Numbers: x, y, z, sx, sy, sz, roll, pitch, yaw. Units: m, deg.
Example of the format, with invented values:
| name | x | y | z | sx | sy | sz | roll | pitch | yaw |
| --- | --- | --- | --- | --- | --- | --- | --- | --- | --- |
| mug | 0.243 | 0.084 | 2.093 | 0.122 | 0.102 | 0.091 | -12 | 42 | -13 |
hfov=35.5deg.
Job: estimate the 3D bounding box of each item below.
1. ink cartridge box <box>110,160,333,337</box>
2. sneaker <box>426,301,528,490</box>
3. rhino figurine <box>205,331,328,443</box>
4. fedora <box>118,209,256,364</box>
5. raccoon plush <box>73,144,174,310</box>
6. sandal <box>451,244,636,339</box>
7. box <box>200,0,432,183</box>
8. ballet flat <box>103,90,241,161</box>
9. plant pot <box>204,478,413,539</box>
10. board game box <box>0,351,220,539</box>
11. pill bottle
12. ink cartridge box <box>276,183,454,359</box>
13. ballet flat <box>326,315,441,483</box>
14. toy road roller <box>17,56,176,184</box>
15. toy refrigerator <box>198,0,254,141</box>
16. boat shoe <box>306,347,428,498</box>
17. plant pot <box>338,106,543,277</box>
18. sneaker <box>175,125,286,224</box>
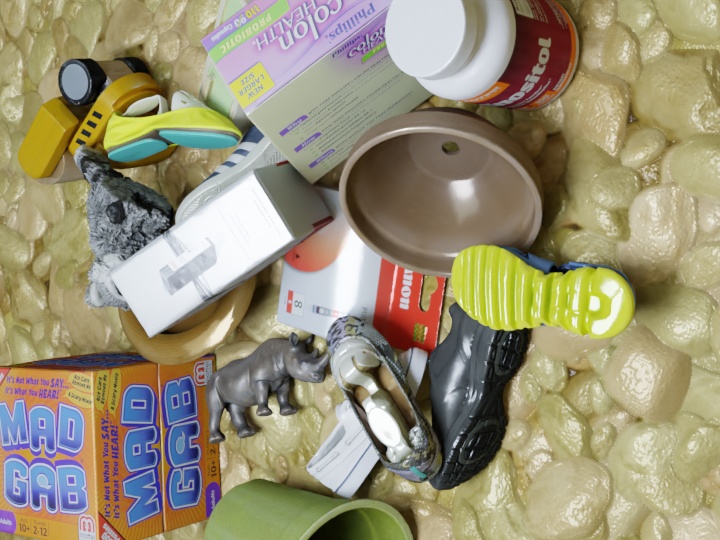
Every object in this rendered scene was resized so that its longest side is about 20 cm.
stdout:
| name | x | y | z | sx | sy | sz | roll | pitch | yaw |
| --- | --- | --- | --- | --- | --- | --- | --- | --- | --- |
| ink cartridge box | -0.144 | -0.026 | 1.188 | 0.199 | 0.144 | 0.084 | -32 | 91 | 18 |
| sneaker | 0.105 | 0.125 | 1.149 | 0.090 | 0.075 | 0.203 | 25 | 100 | 43 |
| rhino figurine | -0.108 | 0.127 | 1.309 | 0.199 | 0.059 | 0.089 | -30 | 64 | 31 |
| fedora | -0.196 | 0.023 | 1.346 | 0.198 | 0.082 | 0.204 | -7 | 75 | 26 |
| raccoon plush | -0.293 | -0.043 | 1.328 | 0.200 | 0.096 | 0.135 | 48 | 118 | 50 |
| sandal | 0.177 | 0.021 | 1.067 | 0.198 | 0.087 | 0.081 | 15 | 102 | 34 |
| box | -0.032 | -0.203 | 1.115 | 0.175 | 0.200 | 0.097 | -36 | 70 | 5 |
| ballet flat | -0.219 | -0.170 | 1.293 | 0.197 | 0.066 | 0.068 | -4 | 77 | 34 |
| plant pot | -0.072 | 0.316 | 1.231 | 0.189 | 0.198 | 0.204 | 17 | 103 | 49 |
| board game box | -0.312 | 0.211 | 1.383 | 0.197 | 0.199 | 0.204 | -2 | 91 | 37 |
| pill bottle | 0.112 | -0.211 | 1.038 | 0.112 | 0.199 | 0.115 | 2 | 94 | 37 |
| ink cartridge box | 0.000 | 0.000 | 1.229 | 0.198 | 0.050 | 0.165 | 15 | 101 | 39 |
| ballet flat | 0.014 | 0.121 | 1.131 | 0.072 | 0.071 | 0.202 | -49 | 59 | 28 |
| toy road roller | -0.324 | -0.168 | 1.429 | 0.146 | 0.122 | 0.201 | 47 | 118 | 13 |
| toy refrigerator | -0.125 | -0.235 | 1.249 | 0.076 | 0.069 | 0.201 | 58 | 150 | 20 |
| boat shoe | 0.004 | 0.159 | 1.206 | 0.065 | 0.074 | 0.202 | 27 | 112 | -6 |
| plant pot | 0.083 | -0.094 | 1.106 | 0.199 | 0.201 | 0.094 | -22 | 38 | 35 |
| sneaker | -0.130 | -0.111 | 1.288 | 0.199 | 0.075 | 0.085 | -37 | 29 | 9 |
